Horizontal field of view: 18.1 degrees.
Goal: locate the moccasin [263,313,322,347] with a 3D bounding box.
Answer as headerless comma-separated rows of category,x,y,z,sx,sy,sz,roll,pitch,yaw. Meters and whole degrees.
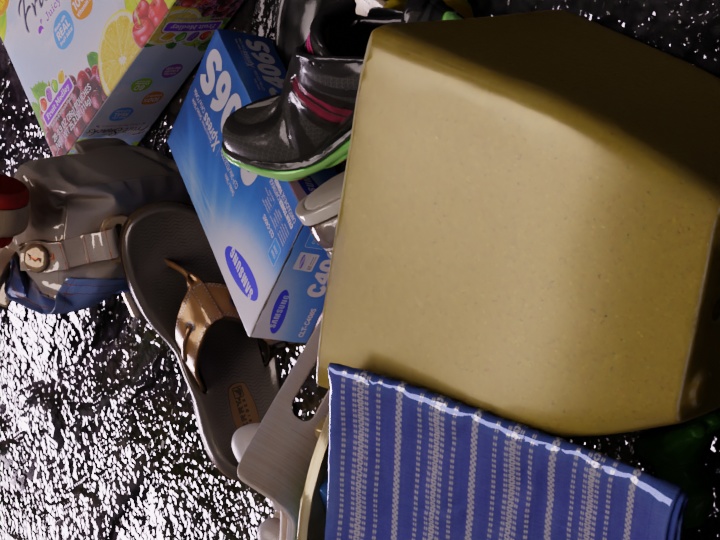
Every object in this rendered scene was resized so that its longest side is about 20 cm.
moccasin,0.001,0.000,1.414,0.201,0.073,0.078,-9,95,59

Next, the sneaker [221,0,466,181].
sneaker,-0.009,-0.113,1.304,0.199,0.077,0.084,-21,115,39

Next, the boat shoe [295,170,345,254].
boat shoe,0.021,-0.038,1.282,0.071,0.200,0.060,-19,97,20

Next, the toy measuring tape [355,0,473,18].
toy measuring tape,0.031,-0.169,1.328,0.074,0.073,0.201,46,155,36

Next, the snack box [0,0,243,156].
snack box,-0.178,-0.200,1.596,0.200,0.067,0.170,-46,61,41

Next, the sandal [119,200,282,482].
sandal,-0.095,0.048,1.492,0.055,0.081,0.202,-167,59,-74

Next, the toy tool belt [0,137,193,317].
toy tool belt,-0.197,-0.011,1.541,0.124,0.199,0.124,25,114,33

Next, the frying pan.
frying pan,-0.008,-0.126,1.411,0.115,0.031,0.191,-62,39,36

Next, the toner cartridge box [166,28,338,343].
toner cartridge box,-0.063,-0.056,1.426,0.095,0.043,0.201,-64,34,31

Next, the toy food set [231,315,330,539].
toy food set,-0.033,0.101,1.357,0.060,0.144,0.200,26,156,8

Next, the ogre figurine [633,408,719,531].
ogre figurine,0.158,0.151,1.219,0.098,0.199,0.121,107,140,-88

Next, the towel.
towel,0.069,0.135,1.161,0.199,0.024,0.146,19,130,20

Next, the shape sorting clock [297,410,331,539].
shape sorting clock,0.017,0.110,1.309,0.039,0.200,0.202,15,106,29

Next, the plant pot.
plant pot,0.122,-0.013,1.185,0.199,0.194,0.197,22,111,34
